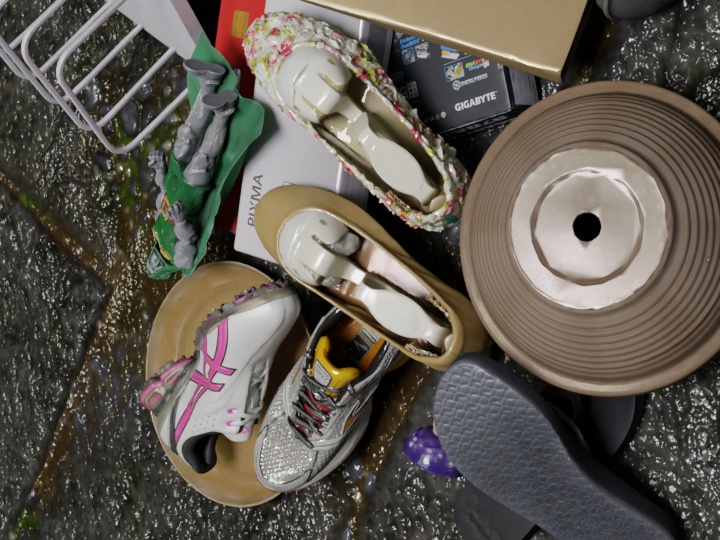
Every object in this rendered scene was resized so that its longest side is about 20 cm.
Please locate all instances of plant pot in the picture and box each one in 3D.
[{"bbox_3d":[0.148,-0.023,0.839,0.198,0.093,0.204,-2,85,22],"label":"plant pot"},{"bbox_3d":[-0.101,0.093,1.120,0.198,0.027,0.203,2,93,39],"label":"plant pot"}]

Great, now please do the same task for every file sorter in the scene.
[{"bbox_3d":[-0.236,-0.209,1.112,0.199,0.139,0.125,37,77,30],"label":"file sorter"}]

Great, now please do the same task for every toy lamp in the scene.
[{"bbox_3d":[0.085,0.048,0.951,0.058,0.058,0.202,29,111,33],"label":"toy lamp"}]

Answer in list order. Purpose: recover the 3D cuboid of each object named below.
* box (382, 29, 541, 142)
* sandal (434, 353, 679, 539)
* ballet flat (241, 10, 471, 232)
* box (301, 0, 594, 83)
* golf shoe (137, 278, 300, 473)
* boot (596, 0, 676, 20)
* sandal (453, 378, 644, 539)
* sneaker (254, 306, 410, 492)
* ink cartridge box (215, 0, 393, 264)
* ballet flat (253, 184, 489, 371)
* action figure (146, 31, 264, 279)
[{"bbox_3d":[0.026,-0.168,0.991,0.198,0.046,0.161,-15,84,38],"label":"box"},{"bbox_3d":[0.124,0.129,0.885,0.200,0.043,0.076,44,122,-11],"label":"sandal"},{"bbox_3d":[-0.001,-0.103,0.910,0.200,0.064,0.076,40,103,1],"label":"ballet flat"},{"bbox_3d":[0.071,-0.230,0.904,0.198,0.021,0.165,20,87,17],"label":"box"},{"bbox_3d":[-0.096,0.082,1.058,0.093,0.072,0.200,56,133,14],"label":"golf shoe"},{"bbox_3d":[0.253,-0.154,0.797,0.182,0.072,0.201,-45,67,31],"label":"boot"},{"bbox_3d":[0.128,0.125,0.930,0.076,0.043,0.201,43,117,28],"label":"sandal"},{"bbox_3d":[-0.024,0.079,1.001,0.078,0.082,0.201,37,105,19],"label":"sneaker"},{"bbox_3d":[-0.066,-0.113,1.012,0.175,0.044,0.203,17,105,35],"label":"ink cartridge box"},{"bbox_3d":[0.000,0.000,0.919,0.199,0.063,0.069,32,103,18],"label":"ballet flat"},{"bbox_3d":[-0.132,-0.066,1.040,0.119,0.054,0.201,63,145,38],"label":"action figure"}]
